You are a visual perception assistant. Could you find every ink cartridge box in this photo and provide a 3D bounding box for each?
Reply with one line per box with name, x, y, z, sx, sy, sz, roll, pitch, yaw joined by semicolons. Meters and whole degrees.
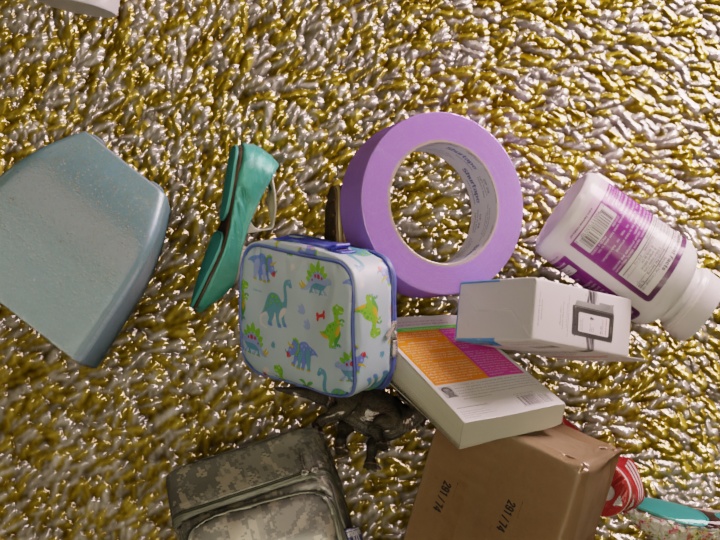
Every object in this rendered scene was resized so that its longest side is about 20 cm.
ink cartridge box;0.214;0.057;1.415;0.199;0.116;0.069;12;80;-39

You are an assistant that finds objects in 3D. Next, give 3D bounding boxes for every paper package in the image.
paper package;0.159;0.253;1.404;0.190;0.103;0.202;24;108;32

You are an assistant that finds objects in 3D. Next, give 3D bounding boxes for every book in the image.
book;0.109;0.112;1.396;0.133;0.200;0.048;-7;119;-29

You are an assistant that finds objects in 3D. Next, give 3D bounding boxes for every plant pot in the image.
plant pot;-0.310;-0.033;1.407;0.195;0.196;0.200;39;82;-2

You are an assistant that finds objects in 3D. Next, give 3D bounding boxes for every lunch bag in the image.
lunch bag;-0.046;0.044;1.405;0.082;0.199;0.162;-11;105;-42
lunch bag;-0.100;0.287;1.408;0.198;0.140;0.169;-16;56;-2

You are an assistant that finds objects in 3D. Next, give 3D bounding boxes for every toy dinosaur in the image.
toy dinosaur;0.001;0.161;1.476;0.198;0.077;0.103;13;49;10

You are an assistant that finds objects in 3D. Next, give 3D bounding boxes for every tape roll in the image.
tape roll;0.080;-0.071;1.439;0.198;0.066;0.202;2;84;-23

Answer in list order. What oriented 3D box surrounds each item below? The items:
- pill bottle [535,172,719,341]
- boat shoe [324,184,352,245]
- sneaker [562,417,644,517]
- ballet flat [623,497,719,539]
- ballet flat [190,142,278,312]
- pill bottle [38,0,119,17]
pill bottle;0.306;-0.011;1.457;0.199;0.112;0.113;36;90;-2
boat shoe;0.000;0.000;1.473;0.067;0.072;0.202;-9;95;-11
sneaker;0.240;0.212;1.484;0.079;0.115;0.200;-51;59;10
ballet flat;0.395;0.306;1.486;0.198;0.076;0.065;8;99;1
ballet flat;-0.136;-0.042;1.470;0.070;0.067;0.202;15;93;-16
pill bottle;-0.299;-0.391;1.435;0.108;0.110;0.202;10;91;-2
